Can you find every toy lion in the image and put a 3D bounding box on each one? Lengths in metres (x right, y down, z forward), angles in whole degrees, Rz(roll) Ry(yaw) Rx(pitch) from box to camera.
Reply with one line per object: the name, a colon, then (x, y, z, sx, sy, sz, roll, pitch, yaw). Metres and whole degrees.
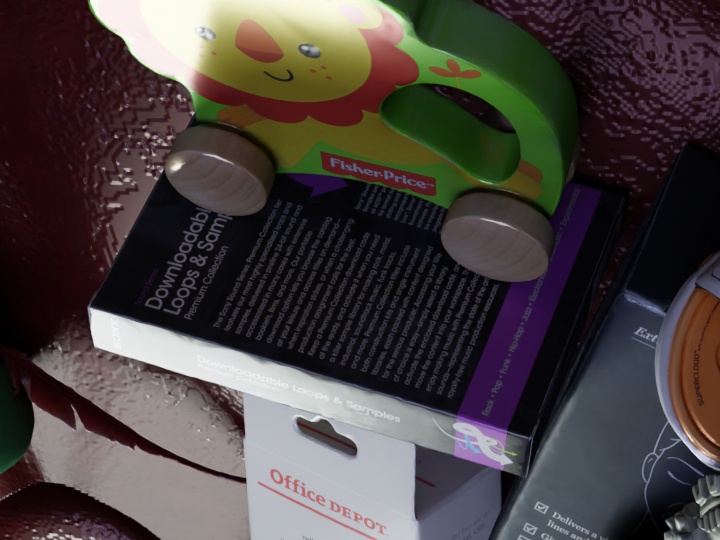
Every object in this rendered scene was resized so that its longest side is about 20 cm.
toy lion: (-0.010, -0.086, 1.004, 0.199, 0.069, 0.192, 14, 152, 10)

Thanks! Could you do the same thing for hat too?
hat: (-0.186, 0.062, 1.311, 0.166, 0.176, 0.201, -37, 70, 43)

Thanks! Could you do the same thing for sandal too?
sandal: (0.197, -0.009, 0.967, 0.079, 0.207, 0.059, 46, 178, 3)

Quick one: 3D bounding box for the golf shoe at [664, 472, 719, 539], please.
golf shoe: (0.153, 0.141, 1.036, 0.097, 0.079, 0.200, 1, 160, -21)

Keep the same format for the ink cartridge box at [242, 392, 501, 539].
ink cartridge box: (0.008, 0.134, 1.212, 0.117, 0.067, 0.201, 22, 128, 36)

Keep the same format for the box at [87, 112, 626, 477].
box: (0.000, 0.000, 1.085, 0.199, 0.143, 0.036, 17, 142, 11)

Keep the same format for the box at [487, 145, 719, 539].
box: (0.160, 0.072, 1.098, 0.148, 0.107, 0.200, 26, 135, 3)
